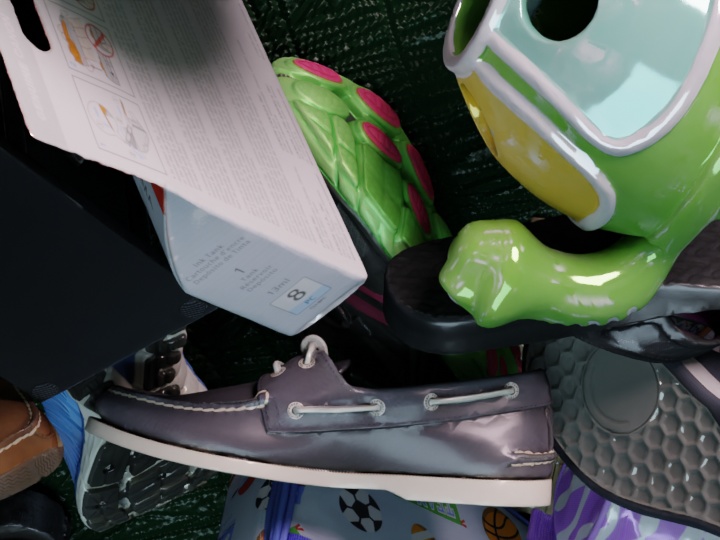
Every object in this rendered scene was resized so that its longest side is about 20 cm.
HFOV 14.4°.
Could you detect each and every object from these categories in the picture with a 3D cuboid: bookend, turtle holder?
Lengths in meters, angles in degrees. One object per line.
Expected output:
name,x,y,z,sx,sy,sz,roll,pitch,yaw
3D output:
bookend,-0.161,-0.084,1.128,0.092,0.199,0.200,-27,140,21
turtle holder,0.098,-0.075,1.125,0.131,0.141,0.186,21,119,-13

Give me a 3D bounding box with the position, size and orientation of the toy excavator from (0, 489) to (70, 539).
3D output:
toy excavator,-0.209,0.217,1.392,0.194,0.100,0.200,-9,133,11

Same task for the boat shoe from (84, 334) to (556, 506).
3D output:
boat shoe,-0.015,0.059,1.204,0.199,0.073,0.063,7,90,-1

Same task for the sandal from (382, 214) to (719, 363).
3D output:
sandal,0.107,0.009,1.180,0.199,0.075,0.048,-6,127,-8

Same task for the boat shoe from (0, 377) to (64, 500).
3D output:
boat shoe,-0.197,0.042,1.210,0.075,0.200,0.074,-30,120,-25

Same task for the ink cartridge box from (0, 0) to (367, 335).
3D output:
ink cartridge box,-0.094,-0.071,1.083,0.047,0.161,0.200,-37,147,22

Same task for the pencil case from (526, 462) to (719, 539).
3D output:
pencil case,0.184,0.127,1.302,0.199,0.084,0.086,22,146,-11

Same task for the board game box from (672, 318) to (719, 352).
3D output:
board game box,0.194,-0.022,1.226,0.104,0.024,0.200,21,125,-9

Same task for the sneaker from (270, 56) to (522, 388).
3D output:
sneaker,0.000,0.000,1.226,0.083,0.077,0.200,-19,117,19

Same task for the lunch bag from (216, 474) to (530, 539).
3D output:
lunch bag,0.025,0.159,1.281,0.200,0.161,0.076,35,123,-19

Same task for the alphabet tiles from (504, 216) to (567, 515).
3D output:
alphabet tiles,0.130,0.053,1.301,0.199,0.006,0.167,7,125,-3

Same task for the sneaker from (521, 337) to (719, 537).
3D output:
sneaker,0.179,0.071,1.237,0.202,0.146,0.077,31,112,31

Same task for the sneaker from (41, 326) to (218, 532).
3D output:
sneaker,-0.112,0.039,1.269,0.078,0.089,0.200,-23,144,-15
